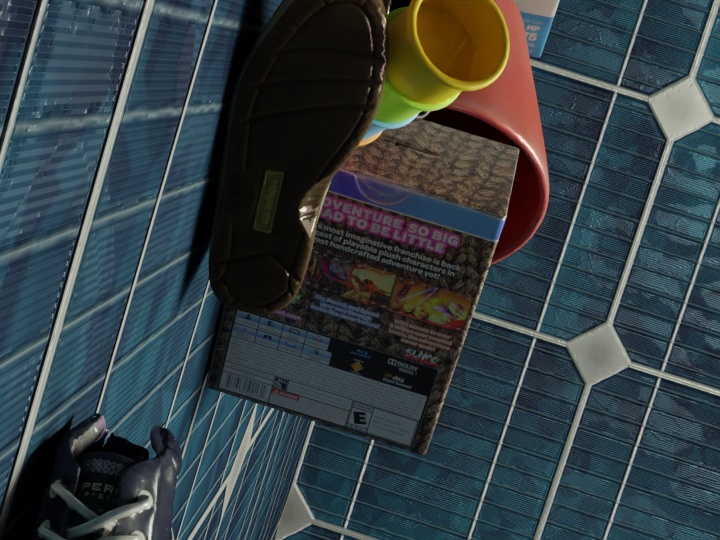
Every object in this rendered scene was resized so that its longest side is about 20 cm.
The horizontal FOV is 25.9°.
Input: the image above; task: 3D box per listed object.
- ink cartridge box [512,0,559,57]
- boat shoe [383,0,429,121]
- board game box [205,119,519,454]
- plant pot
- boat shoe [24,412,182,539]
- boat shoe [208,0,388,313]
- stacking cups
[{"bbox_3d":[0.102,-0.302,1.236,0.200,0.146,0.147,104,-2,-48],"label":"ink cartridge box"},{"bbox_3d":[0.034,-0.186,0.970,0.074,0.073,0.200,-13,115,-36],"label":"boat shoe"},{"bbox_3d":[0.000,0.000,1.052,0.097,0.159,0.200,-71,178,-57],"label":"board game box"},{"bbox_3d":[0.051,-0.124,1.194,0.201,0.200,0.178,105,-5,-53],"label":"plant pot"},{"bbox_3d":[-0.108,0.118,0.577,0.200,0.074,0.093,-100,-160,-78],"label":"boat shoe"},{"bbox_3d":[-0.040,-0.076,0.827,0.076,0.072,0.200,-95,-155,-56],"label":"boat shoe"},{"bbox_3d":[0.006,-0.095,0.865,0.200,0.060,0.061,-29,-142,59],"label":"stacking cups"}]
